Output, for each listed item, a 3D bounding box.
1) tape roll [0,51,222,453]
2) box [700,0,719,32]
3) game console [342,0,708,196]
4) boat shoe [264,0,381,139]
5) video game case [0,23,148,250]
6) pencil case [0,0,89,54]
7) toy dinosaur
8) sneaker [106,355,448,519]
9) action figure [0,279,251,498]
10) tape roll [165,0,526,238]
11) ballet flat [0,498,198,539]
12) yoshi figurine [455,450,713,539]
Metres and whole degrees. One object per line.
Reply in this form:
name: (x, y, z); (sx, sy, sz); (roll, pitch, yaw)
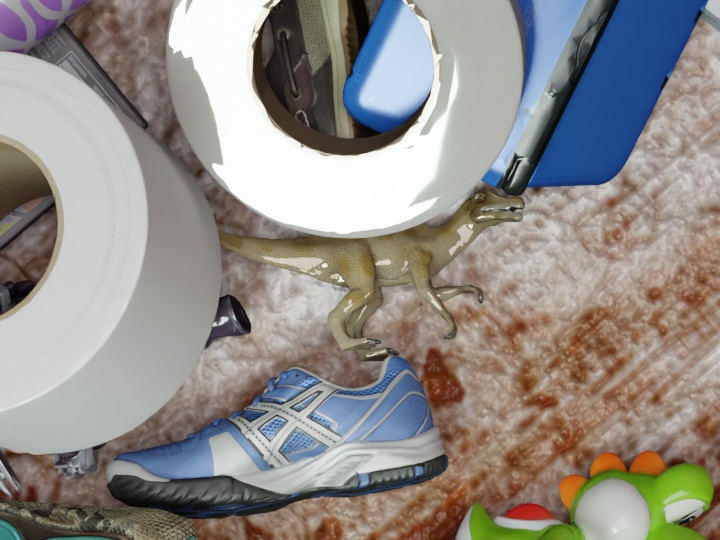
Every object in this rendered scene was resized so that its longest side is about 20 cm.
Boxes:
tape roll: (-0.191, -0.007, 1.612); (0.202, 0.139, 0.203); (-3, 78, 14)
box: (0.270, -0.227, 1.737); (0.156, 0.041, 0.200); (38, 88, -3)
game console: (0.108, -0.154, 1.668); (0.170, 0.118, 0.200); (25, 109, 0)
boat shoe: (-0.026, -0.112, 1.709); (0.065, 0.073, 0.200); (-10, 74, 14)
video game case: (-0.257, -0.104, 1.721); (0.181, 0.026, 0.200); (-40, 93, -2)
pencil case: (-0.238, -0.139, 1.672); (0.200, 0.084, 0.086); (-38, 62, -3)
toy dinosaur: (0.000, 0.000, 1.730); (0.199, 0.058, 0.101); (-6, 76, -8)
sneaker: (-0.052, 0.100, 1.717); (0.200, 0.076, 0.077); (-8, 81, -10)
action figure: (-0.167, 0.052, 1.709); (0.200, 0.069, 0.130); (-26, 99, 5)
tape roll: (-0.007, -0.118, 1.613); (0.202, 0.037, 0.203); (2, 109, 7)
ballet flat: (-0.174, 0.161, 1.694); (0.200, 0.075, 0.068); (-2, 105, 37)
yoshi figurine: (0.128, 0.187, 1.710); (0.200, 0.112, 0.112); (-26, 108, -4)
